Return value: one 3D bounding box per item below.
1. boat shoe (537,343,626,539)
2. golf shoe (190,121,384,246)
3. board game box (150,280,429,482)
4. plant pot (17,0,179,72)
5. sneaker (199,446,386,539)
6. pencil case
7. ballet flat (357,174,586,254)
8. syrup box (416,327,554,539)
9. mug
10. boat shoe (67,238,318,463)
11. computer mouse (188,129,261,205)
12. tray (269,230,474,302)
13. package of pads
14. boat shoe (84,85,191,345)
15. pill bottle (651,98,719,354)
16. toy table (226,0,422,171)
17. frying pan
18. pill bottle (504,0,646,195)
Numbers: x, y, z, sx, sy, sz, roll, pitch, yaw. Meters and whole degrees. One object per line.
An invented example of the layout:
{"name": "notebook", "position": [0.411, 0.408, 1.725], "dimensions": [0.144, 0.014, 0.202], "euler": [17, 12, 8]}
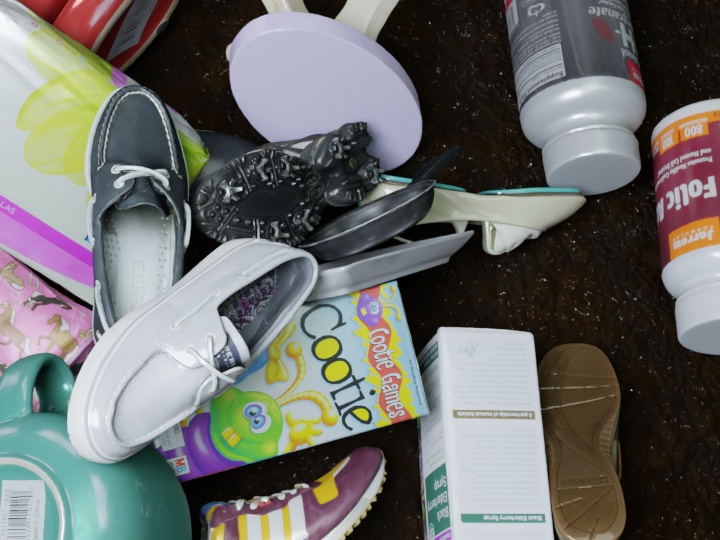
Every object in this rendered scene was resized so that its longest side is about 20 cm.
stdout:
{"name": "boat shoe", "position": [0.174, 0.148, 0.963], "dimensions": [0.072, 0.072, 0.200], "euler": [-4, 45, 4]}
{"name": "golf shoe", "position": [-0.070, -0.059, 0.941], "dimensions": [0.200, 0.094, 0.078], "euler": [-23, 103, -49]}
{"name": "board game box", "position": [-0.067, 0.083, 0.901], "dimensions": [0.200, 0.105, 0.103], "euler": [-14, 88, -17]}
{"name": "plant pot", "position": [-0.250, -0.248, 0.964], "dimensions": [0.182, 0.200, 0.200], "euler": [40, 65, 1]}
{"name": "sneaker", "position": [-0.066, 0.186, 0.886], "dimensions": [0.090, 0.075, 0.200], "euler": [44, 64, 2]}
{"name": "pencil case", "position": [-0.283, 0.021, 0.905], "dimensions": [0.200, 0.087, 0.083], "euler": [39, 34, 5]}
{"name": "ballet flat", "position": [0.094, -0.043, 1.034], "dimensions": [0.200, 0.069, 0.070], "euler": [4, 66, -9]}
{"name": "syrup box", "position": [0.093, 0.152, 0.934], "dimensions": [0.081, 0.079, 0.200], "euler": [3, 67, -12]}
{"name": "mug", "position": [-0.209, 0.157, 0.771], "dimensions": [0.185, 0.114, 0.152], "euler": [42, 90, 21]}
{"name": "boat shoe", "position": [-0.097, 0.048, 0.758], "dimensions": [0.200, 0.068, 0.072], "euler": [-40, 120, -42]}
{"name": "computer mouse", "position": [-0.159, -0.058, 0.985], "dimensions": [0.200, 0.046, 0.141], "euler": [6, 66, -10]}
{"name": "tray", "position": [0.000, 0.000, 0.919], "dimensions": [0.200, 0.107, 0.022], "euler": [-16, 95, -57]}
{"name": "package of pads", "position": [-0.228, -0.089, 0.885], "dimensions": [0.200, 0.068, 0.155], "euler": [34, 100, -20]}
{"name": "boat shoe", "position": [-0.147, -0.036, 0.815], "dimensions": [0.076, 0.060, 0.200], "euler": [-2, 79, -18]}
{"name": "pill bottle", "position": [0.315, -0.036, 1.045], "dimensions": [0.114, 0.114, 0.200], "euler": [6, 65, -10]}
{"name": "toy table", "position": [-0.032, -0.178, 1.007], "dimensions": [0.184, 0.200, 0.117], "euler": [-17, 56, 16]}
{"name": "frying pan", "position": [0.017, -0.048, 0.947], "dimensions": [0.115, 0.190, 0.031], "euler": [-22, 99, 20]}
{"name": "pill bottle", "position": [0.193, -0.173, 1.079], "dimensions": [0.111, 0.111, 0.200], "euler": [1, 67, -12]}
